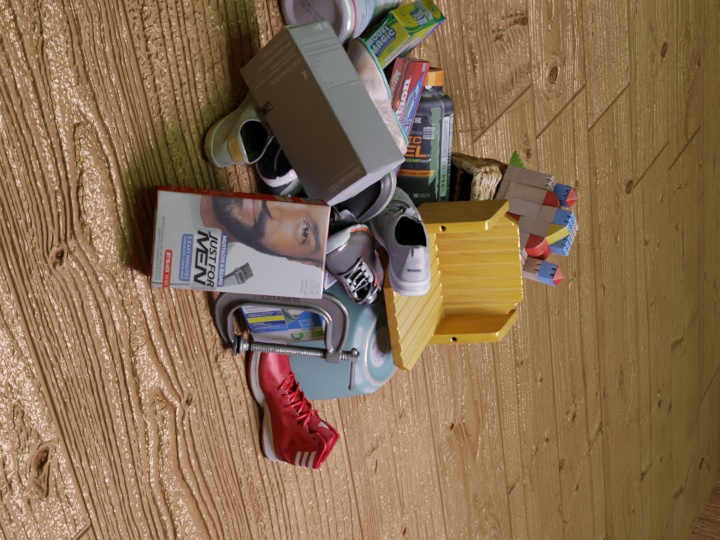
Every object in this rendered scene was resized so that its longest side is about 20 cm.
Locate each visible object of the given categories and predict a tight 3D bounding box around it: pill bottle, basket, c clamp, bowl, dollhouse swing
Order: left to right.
[{"bbox_3d":[-0.092,0.086,1.581,0.027,0.197,0.172,-84,-175,-46],"label":"c clamp"},{"bbox_3d":[-0.009,-0.368,1.628,0.200,0.108,0.110,-42,134,-47],"label":"pill bottle"},{"bbox_3d":[-0.006,0.098,1.787,0.200,0.104,0.204,-27,122,-55],"label":"bowl"},{"bbox_3d":[0.084,-0.199,1.845,0.106,0.105,0.203,-21,117,-55],"label":"pill bottle"},{"bbox_3d":[0.138,-0.080,1.934,0.148,0.141,0.203,-15,117,-60],"label":"basket"},{"bbox_3d":[0.136,0.031,1.763,0.176,0.179,0.202,-75,160,-60],"label":"dollhouse swing"}]

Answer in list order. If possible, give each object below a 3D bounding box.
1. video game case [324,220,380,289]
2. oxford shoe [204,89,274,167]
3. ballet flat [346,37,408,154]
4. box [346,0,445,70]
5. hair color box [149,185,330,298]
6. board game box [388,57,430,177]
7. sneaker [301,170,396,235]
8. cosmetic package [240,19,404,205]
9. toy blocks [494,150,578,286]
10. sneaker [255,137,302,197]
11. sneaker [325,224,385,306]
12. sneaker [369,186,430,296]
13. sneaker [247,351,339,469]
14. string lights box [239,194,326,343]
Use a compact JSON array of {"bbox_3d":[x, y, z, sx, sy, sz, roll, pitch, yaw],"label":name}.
[{"bbox_3d":[-0.008,-0.090,1.755,0.200,0.023,0.184,-38,138,-59],"label":"video game case"},{"bbox_3d":[-0.119,-0.192,1.548,0.200,0.057,0.076,-52,137,-42],"label":"oxford shoe"},{"bbox_3d":[0.010,-0.208,1.610,0.067,0.068,0.201,-39,135,-12],"label":"ballet flat"},{"bbox_3d":[0.037,-0.308,1.684,0.049,0.117,0.200,51,27,0],"label":"box"},{"bbox_3d":[-0.140,-0.033,1.433,0.064,0.197,0.113,-139,-126,-75],"label":"hair color box"},{"bbox_3d":[0.047,-0.197,1.742,0.103,0.019,0.203,-19,128,-66],"label":"board game box"},{"bbox_3d":[-0.044,-0.074,1.589,0.075,0.199,0.106,57,40,0],"label":"sneaker"},{"bbox_3d":[-0.046,-0.186,1.495,0.090,0.106,0.202,-22,81,-48],"label":"cosmetic package"},{"bbox_3d":[0.263,-0.068,1.872,0.202,0.135,0.100,-67,152,-16],"label":"toy blocks"},{"bbox_3d":[-0.069,-0.172,1.637,0.201,0.073,0.080,-55,154,-28],"label":"sneaker"},{"bbox_3d":[0.000,0.000,1.649,0.083,0.076,0.200,64,9,18],"label":"sneaker"},{"bbox_3d":[0.063,-0.058,1.660,0.201,0.074,0.083,-109,-158,-48],"label":"sneaker"},{"bbox_3d":[-0.080,0.178,1.674,0.078,0.114,0.202,-44,135,-44],"label":"sneaker"},{"bbox_3d":[-0.111,0.002,1.567,0.059,0.101,0.201,-80,157,-45],"label":"string lights box"}]
